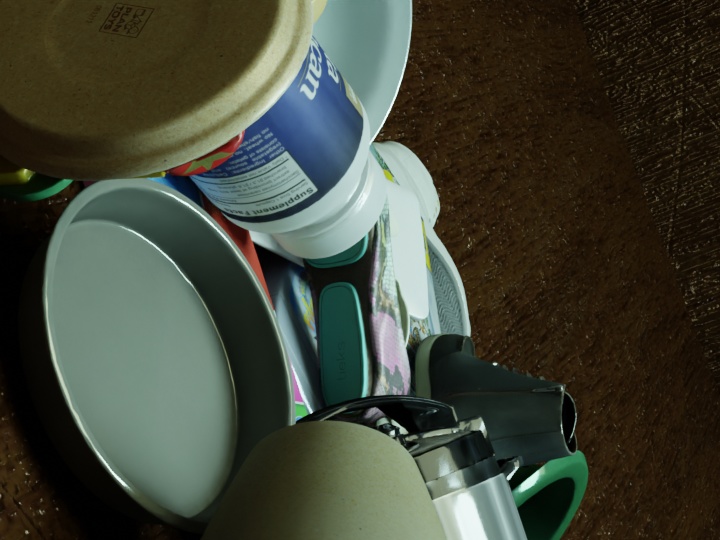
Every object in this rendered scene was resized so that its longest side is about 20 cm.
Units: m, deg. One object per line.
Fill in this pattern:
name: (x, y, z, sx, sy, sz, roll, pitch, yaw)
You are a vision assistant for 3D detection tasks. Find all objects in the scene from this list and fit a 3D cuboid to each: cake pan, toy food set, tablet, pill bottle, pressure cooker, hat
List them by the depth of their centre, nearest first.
toy food set: (-0.120, -0.118, 1.142, 0.049, 0.197, 0.201, 73, 20, -49)
cake pan: (-0.111, 0.049, 1.150, 0.200, 0.037, 0.201, 35, 44, -42)
pressure cooker: (0.016, 0.173, 1.243, 0.201, 0.178, 0.176, 71, 19, 3)
pill bottle: (-0.061, -0.092, 1.283, 0.200, 0.111, 0.111, 50, 25, -49)
tablet: (-0.036, -0.048, 1.475, 0.199, 0.014, 0.130, 25, 39, -26)
hat: (0.044, 0.146, 1.502, 0.176, 0.166, 0.200, 41, -19, 23)

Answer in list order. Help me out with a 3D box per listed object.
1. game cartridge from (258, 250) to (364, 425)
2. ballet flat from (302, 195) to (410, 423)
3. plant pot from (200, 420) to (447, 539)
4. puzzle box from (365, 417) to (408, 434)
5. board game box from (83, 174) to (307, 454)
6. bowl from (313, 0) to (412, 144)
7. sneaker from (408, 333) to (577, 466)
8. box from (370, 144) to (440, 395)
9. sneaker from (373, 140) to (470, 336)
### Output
game cartridge: (-0.035, 0.051, 1.484, 0.134, 0.040, 0.200, 61, 18, -15)
ballet flat: (0.000, 0.000, 1.418, 0.071, 0.069, 0.201, -7, 90, -52)
plant pot: (-0.019, 0.182, 1.061, 0.188, 0.187, 0.201, 55, 27, -40)
puzzle box: (0.027, 0.182, 1.539, 0.200, 0.025, 0.133, -81, 148, -59)
board game box: (-0.098, 0.019, 1.300, 0.153, 0.040, 0.201, 7, 64, -72)
bowl: (-0.059, -0.158, 1.429, 0.201, 0.090, 0.202, -27, 126, -45)
sneaker: (0.094, 0.093, 1.450, 0.200, 0.106, 0.075, -79, 157, -69)
box: (0.014, -0.002, 1.578, 0.137, 0.038, 0.201, 54, 21, -43)
sneaker: (0.050, -0.017, 1.772, 0.201, 0.073, 0.116, 68, 19, -1)
